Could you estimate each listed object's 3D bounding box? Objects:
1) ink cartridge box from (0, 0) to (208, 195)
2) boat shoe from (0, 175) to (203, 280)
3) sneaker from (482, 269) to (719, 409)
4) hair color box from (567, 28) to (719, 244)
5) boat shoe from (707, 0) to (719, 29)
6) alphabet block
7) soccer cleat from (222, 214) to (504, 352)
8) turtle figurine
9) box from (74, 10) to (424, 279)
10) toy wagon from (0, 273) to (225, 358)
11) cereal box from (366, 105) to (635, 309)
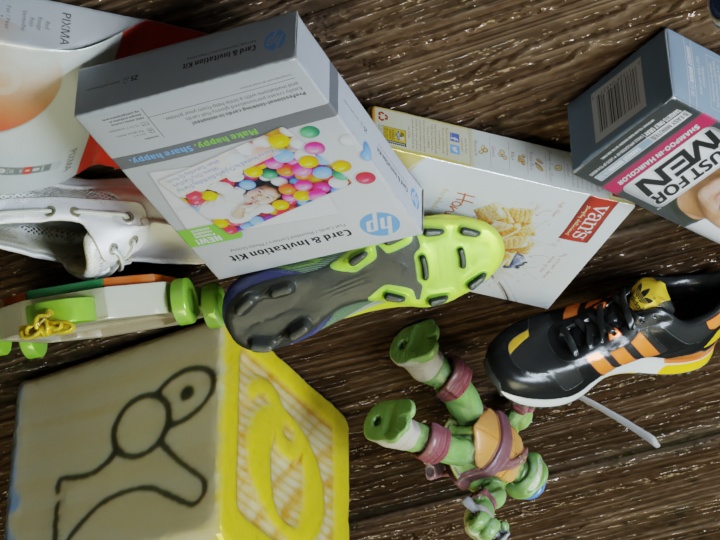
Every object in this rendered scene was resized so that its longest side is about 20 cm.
[{"bbox_3d":[-0.190,-0.102,1.480,0.198,0.051,0.163,12,144,-13],"label":"ink cartridge box"},{"bbox_3d":[-0.184,-0.023,1.576,0.198,0.070,0.071,9,143,-15],"label":"boat shoe"},{"bbox_3d":[0.181,0.037,1.649,0.198,0.070,0.090,-10,145,-26],"label":"sneaker"},{"bbox_3d":[0.244,-0.076,1.516,0.199,0.061,0.099,22,139,-31],"label":"hair color box"},{"bbox_3d":[0.307,-0.176,1.360,0.199,0.073,0.072,-18,143,24],"label":"boat shoe"},{"bbox_3d":[-0.138,0.180,1.769,0.199,0.197,0.196,-17,144,24],"label":"alphabet block"},{"bbox_3d":[-0.001,-0.001,1.562,0.198,0.084,0.065,-18,109,4],"label":"soccer cleat"},{"bbox_3d":[0.111,0.128,1.744,0.193,0.200,0.144,34,99,-34],"label":"turtle figurine"},{"bbox_3d":[-0.068,-0.075,1.462,0.155,0.041,0.200,-12,145,20],"label":"box"},{"bbox_3d":[-0.186,0.030,1.604,0.154,0.040,0.200,-10,174,13],"label":"toy wagon"},{"bbox_3d":[0.071,-0.041,1.581,0.198,0.040,0.144,12,145,-18],"label":"cereal box"}]
